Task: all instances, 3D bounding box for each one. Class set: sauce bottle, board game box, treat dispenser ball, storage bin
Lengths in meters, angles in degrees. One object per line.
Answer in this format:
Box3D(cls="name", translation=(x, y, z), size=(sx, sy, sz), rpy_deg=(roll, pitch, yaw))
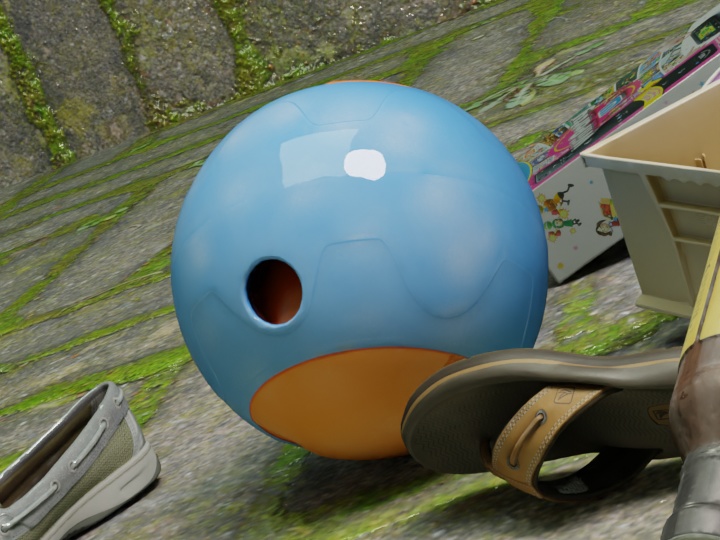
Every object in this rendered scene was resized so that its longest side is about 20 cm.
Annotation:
Box3D(cls="sauce bottle", translation=(0.158, 0.041, 0.846), size=(0.065, 0.065, 0.200), rpy_deg=(-13, 38, 38))
Box3D(cls="board game box", translation=(0.189, -0.089, 1.385), size=(0.200, 0.064, 0.148), rpy_deg=(-38, 9, 11))
Box3D(cls="treat dispenser ball", translation=(0.000, 0.000, 1.114), size=(0.200, 0.202, 0.201), rpy_deg=(-21, 11, 5))
Box3D(cls="storage bin", translation=(0.258, -0.051, 1.082), size=(0.199, 0.094, 0.198), rpy_deg=(-27, 20, -25))

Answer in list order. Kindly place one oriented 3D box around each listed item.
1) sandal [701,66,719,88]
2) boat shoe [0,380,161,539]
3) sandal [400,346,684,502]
Box3D(cls="sandal", translation=(0.224, -0.065, 1.219), size=(0.082, 0.050, 0.203), rpy_deg=(18, 49, 9))
Box3D(cls="boat shoe", translation=(-0.201, 0.135, 1.216), size=(0.202, 0.065, 0.074), rpy_deg=(-32, 15, -39))
Box3D(cls="sandal", translation=(0.101, 0.077, 0.945), size=(0.199, 0.082, 0.055), rpy_deg=(-3, 54, 31))
